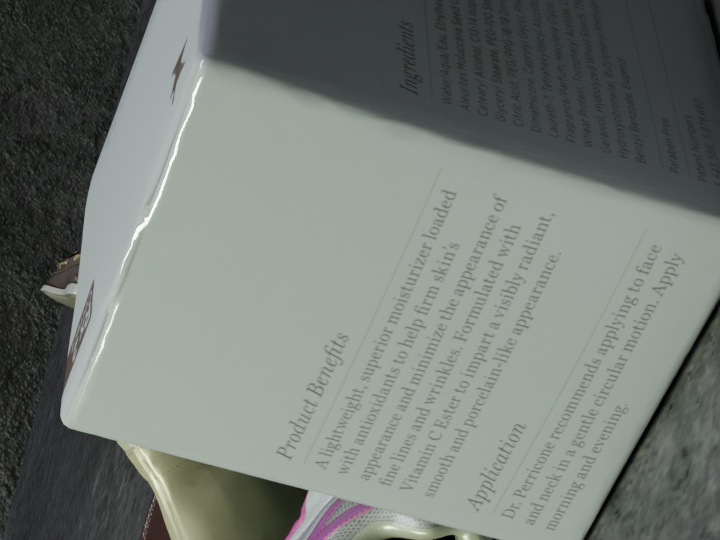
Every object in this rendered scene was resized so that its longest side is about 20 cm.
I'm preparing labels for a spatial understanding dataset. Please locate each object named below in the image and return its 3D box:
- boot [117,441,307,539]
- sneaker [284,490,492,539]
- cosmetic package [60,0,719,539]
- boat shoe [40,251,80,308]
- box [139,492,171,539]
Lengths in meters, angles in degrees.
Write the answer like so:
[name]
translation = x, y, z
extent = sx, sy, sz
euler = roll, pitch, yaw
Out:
[boot]
translation = -0.039, 0.098, 1.147
extent = 0.073, 0.200, 0.156
euler = -30, 81, 35
[sneaker]
translation = -0.016, 0.154, 0.931
extent = 0.201, 0.081, 0.088
euler = -58, 20, 5
[cosmetic package]
translation = 0.012, -0.027, 0.817
extent = 0.165, 0.199, 0.165
euler = -91, 21, -53
[boat shoe]
translation = -0.311, 0.011, 2.532
extent = 0.060, 0.071, 0.200
euler = -69, 15, -8
[box]
translation = -0.079, 0.162, 1.288
extent = 0.200, 0.074, 0.101
euler = -127, 54, -77
